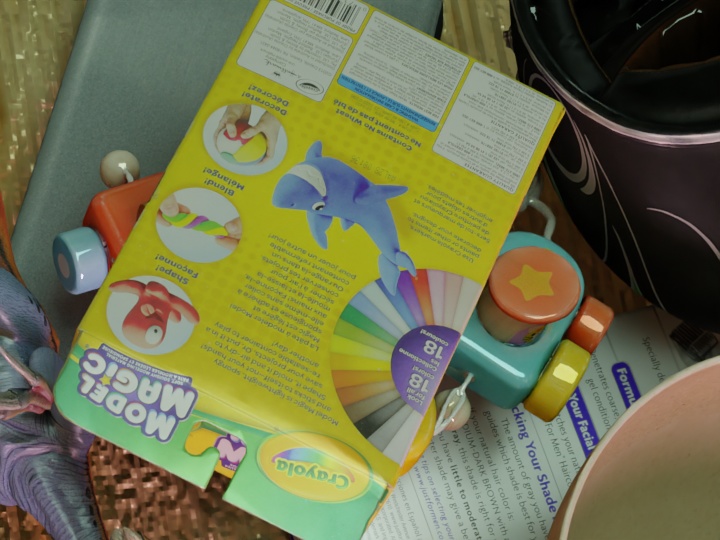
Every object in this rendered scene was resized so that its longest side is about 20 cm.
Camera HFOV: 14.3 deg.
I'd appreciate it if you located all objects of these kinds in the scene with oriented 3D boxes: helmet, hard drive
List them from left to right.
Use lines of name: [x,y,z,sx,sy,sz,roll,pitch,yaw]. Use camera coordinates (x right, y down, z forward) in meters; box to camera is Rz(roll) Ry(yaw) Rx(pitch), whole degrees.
hard drive: [-0.055,-0.032,1.101,0.139,0.033,0.201,9,59,7]
helmet: [0.156,-0.070,1.094,0.199,0.191,0.201,-11,59,19]

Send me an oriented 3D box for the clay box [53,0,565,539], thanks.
clay box: [-0.019,0.001,0.965,0.115,0.048,0.200,27,57,0]

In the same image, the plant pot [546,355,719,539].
plant pot: [0.142,0.145,1.020,0.200,0.135,0.201,7,64,-14]

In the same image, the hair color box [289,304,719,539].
hair color box: [0.072,0.085,1.122,0.199,0.065,0.110,-14,74,-23]

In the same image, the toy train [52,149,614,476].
toy train: [0.000,0.000,1.028,0.199,0.056,0.151,-14,69,-24]

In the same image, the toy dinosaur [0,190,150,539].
toy dinosaur: [-0.112,0.038,0.991,0.182,0.105,0.200,46,45,-2]
